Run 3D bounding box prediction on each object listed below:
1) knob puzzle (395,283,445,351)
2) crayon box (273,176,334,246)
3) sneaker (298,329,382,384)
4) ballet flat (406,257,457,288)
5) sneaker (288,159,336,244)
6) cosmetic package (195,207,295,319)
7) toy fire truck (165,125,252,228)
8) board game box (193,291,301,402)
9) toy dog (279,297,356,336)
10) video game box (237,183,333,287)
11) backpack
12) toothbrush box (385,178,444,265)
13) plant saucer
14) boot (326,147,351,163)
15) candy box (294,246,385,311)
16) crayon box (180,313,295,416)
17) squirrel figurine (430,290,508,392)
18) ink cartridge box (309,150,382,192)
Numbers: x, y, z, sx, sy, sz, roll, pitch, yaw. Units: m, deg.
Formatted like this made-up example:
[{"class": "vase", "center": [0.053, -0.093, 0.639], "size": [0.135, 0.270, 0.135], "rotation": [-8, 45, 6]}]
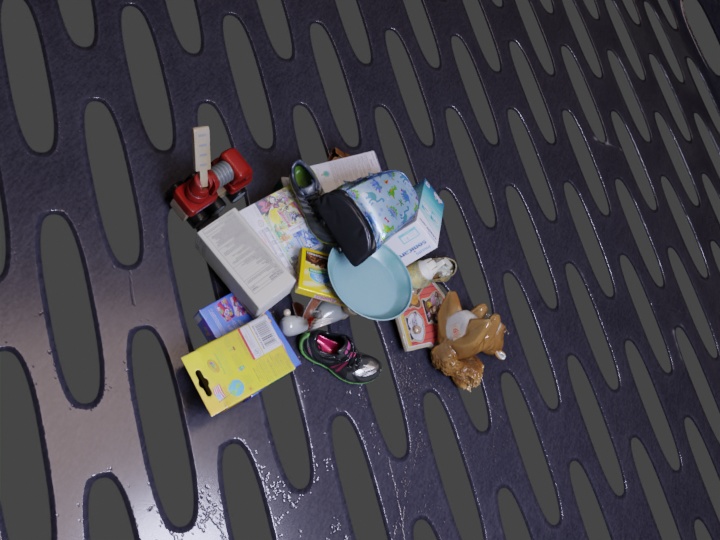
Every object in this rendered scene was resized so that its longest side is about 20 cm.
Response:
[{"class": "knob puzzle", "center": [0.153, 0.086, 1.705], "size": [0.217, 0.030, 0.224], "rotation": [20, 61, -39]}, {"class": "crayon box", "center": [-0.112, -0.115, 1.648], "size": [0.124, 0.051, 0.203], "rotation": [-7, 72, -33]}, {"class": "sneaker", "center": [-0.036, 0.184, 1.539], "size": [0.197, 0.084, 0.078], "rotation": [24, 59, -20]}, {"class": "ballet flat", "center": [0.168, -0.002, 1.709], "size": [0.199, 0.070, 0.072], "rotation": [-6, 71, -54]}, {"class": "sneaker", "center": [-0.100, -0.145, 1.518], "size": [0.073, 0.081, 0.202], "rotation": [-31, 77, -1]}, {"class": "cosmetic package", "center": [-0.234, -0.014, 1.457], "size": [0.105, 0.071, 0.201], "rotation": [-35, 81, -27]}, {"class": "toy fire truck", "center": [-0.303, -0.209, 1.481], "size": [0.129, 0.200, 0.176], "rotation": [51, 53, -1]}, {"class": "board game box", "center": [-0.230, 0.143, 1.464], "size": [0.134, 0.045, 0.202], "rotation": [-30, 86, -37]}, {"class": "toy dog", "center": [-0.085, 0.069, 1.542], "size": [0.199, 0.130, 0.098], "rotation": [-13, 84, -55]}, {"class": "video game box", "center": [-0.171, -0.064, 1.551], "size": [0.180, 0.047, 0.202], "rotation": [-29, 80, -15]}, {"class": "backpack", "center": [0.028, -0.127, 1.499], "size": [0.165, 0.153, 0.199], "rotation": [59, 32, 1]}, {"class": "toothbrush box", "center": [0.108, -0.101, 1.671], "size": [0.085, 0.145, 0.201], "rotation": [47, 32, -21]}, {"class": "plant saucer", "center": [0.015, 0.021, 1.498], "size": [0.197, 0.036, 0.203], "rotation": [16, 53, -22]}, {"class": "boot", "center": [-0.020, -0.197, 1.713], "size": [0.154, 0.074, 0.202], "rotation": [32, 33, -23]}, {"class": "candy box", "center": [-0.039, 0.024, 1.507], "size": [0.197, 0.026, 0.104], "rotation": [16, 57, -20]}, {"class": "crayon box", "center": [-0.238, 0.183, 1.381], "size": [0.198, 0.051, 0.128], "rotation": [-25, 83, -37]}, {"class": "squirrel figurine", "center": [0.262, 0.176, 1.706], "size": [0.186, 0.141, 0.202], "rotation": [24, 95, -49]}, {"class": "ink cartridge box", "center": [-0.014, -0.181, 1.623], "size": [0.197, 0.076, 0.139], "rotation": [-16, 77, -14]}]
